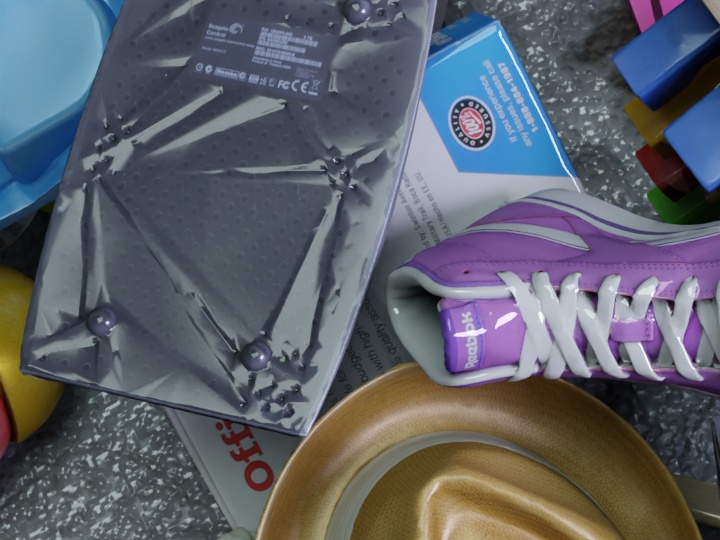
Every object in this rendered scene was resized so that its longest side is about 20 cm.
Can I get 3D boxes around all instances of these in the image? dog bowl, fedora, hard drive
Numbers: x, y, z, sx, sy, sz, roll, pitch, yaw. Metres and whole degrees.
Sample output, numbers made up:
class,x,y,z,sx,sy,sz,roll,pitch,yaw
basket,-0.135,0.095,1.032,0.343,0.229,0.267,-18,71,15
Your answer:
class,x,y,z,sx,sy,sz,roll,pitch,yaw
dog bowl,-0.171,-0.068,1.082,0.199,0.050,0.112,-29,74,6
fedora,0.054,0.130,0.949,0.199,0.082,0.202,1,84,-10
hard drive,-0.048,-0.036,0.995,0.134,0.042,0.201,11,73,14

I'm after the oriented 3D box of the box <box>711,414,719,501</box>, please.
class,x,y,z,sx,sy,sz,roll,pitch,yaw
box,0.218,0.126,0.932,0.157,0.201,0.049,-8,43,4

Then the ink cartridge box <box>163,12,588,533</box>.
class,x,y,z,sx,sy,sz,roll,pitch,yaw
ink cartridge box,0.000,0.000,1.073,0.199,0.084,0.147,-28,101,0

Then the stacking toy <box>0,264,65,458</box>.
class,x,y,z,sx,sy,sz,roll,pitch,yaw
stacking toy,-0.183,0.044,1.130,0.199,0.147,0.146,-28,62,-21

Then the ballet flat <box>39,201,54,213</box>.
class,x,y,z,sx,sy,sz,roll,pitch,yaw
ballet flat,-0.090,-0.050,1.160,0.199,0.067,0.067,16,73,19

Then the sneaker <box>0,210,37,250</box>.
class,x,y,z,sx,sy,sz,roll,pitch,yaw
sneaker,-0.167,-0.106,1.159,0.074,0.082,0.201,9,103,-2

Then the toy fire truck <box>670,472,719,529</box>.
class,x,y,z,sx,sy,sz,roll,pitch,yaw
toy fire truck,0.105,0.131,1.046,0.199,0.049,0.141,28,76,23

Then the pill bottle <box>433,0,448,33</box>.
class,x,y,z,sx,sy,sz,roll,pitch,yaw
pill bottle,-0.066,-0.154,1.173,0.200,0.114,0.114,37,79,25

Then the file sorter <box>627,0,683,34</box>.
class,x,y,z,sx,sy,sz,roll,pitch,yaw
file sorter,0.165,-0.219,1.141,0.138,0.126,0.201,-19,64,4

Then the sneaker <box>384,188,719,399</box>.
class,x,y,z,sx,sy,sz,roll,pitch,yaw
sneaker,0.093,0.023,0.930,0.114,0.073,0.200,-20,19,-39

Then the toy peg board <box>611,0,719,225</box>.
class,x,y,z,sx,sy,sz,roll,pitch,yaw
toy peg board,0.177,-0.016,1.022,0.098,0.199,0.201,-38,63,12

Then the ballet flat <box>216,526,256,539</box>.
class,x,y,z,sx,sy,sz,roll,pitch,yaw
ballet flat,-0.019,0.122,1.021,0.199,0.070,0.070,-27,63,-9
